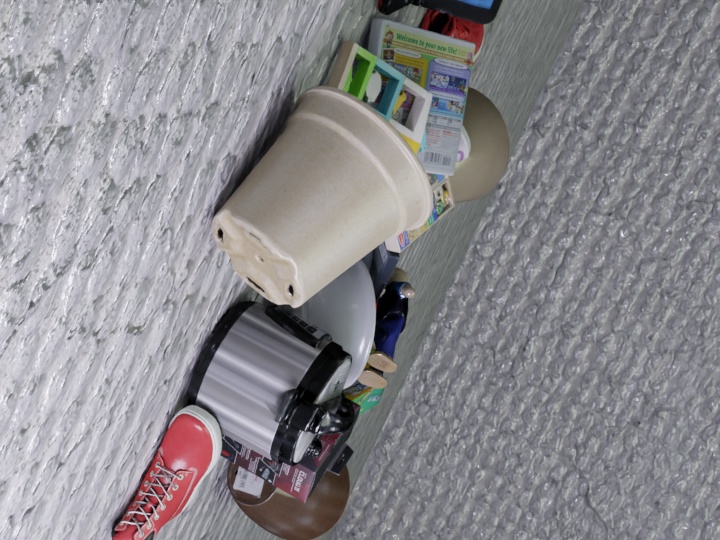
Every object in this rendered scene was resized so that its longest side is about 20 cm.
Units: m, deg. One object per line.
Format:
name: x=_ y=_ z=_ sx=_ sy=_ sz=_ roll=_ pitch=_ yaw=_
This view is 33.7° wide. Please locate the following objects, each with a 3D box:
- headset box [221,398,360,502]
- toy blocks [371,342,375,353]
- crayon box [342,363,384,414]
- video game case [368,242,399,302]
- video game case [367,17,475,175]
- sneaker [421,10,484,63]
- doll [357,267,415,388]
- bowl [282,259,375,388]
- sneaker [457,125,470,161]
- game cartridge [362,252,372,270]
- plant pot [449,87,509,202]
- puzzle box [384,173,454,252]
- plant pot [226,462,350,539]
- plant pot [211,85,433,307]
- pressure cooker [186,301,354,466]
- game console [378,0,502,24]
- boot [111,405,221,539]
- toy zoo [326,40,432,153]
headset box: x=-0.105 y=0.221 z=1.677 sx=0.149 sy=0.200 sz=0.075 roll=-53 pitch=166 yaw=-46
toy blocks: x=-0.002 y=0.044 z=1.934 sx=0.200 sy=0.100 sz=0.137 roll=-100 pitch=-162 yaw=-52
crayon box: x=-0.072 y=0.190 z=1.826 sx=0.200 sy=0.119 sz=0.058 roll=-27 pitch=148 yaw=-38
video game case: x=0.000 y=0.000 z=1.771 sx=0.143 sy=0.019 sz=0.200 roll=-106 pitch=-149 yaw=-42
video game case: x=0.071 y=-0.222 z=1.553 sx=0.200 sy=0.022 sz=0.182 roll=1 pitch=100 yaw=-49
sneaker: x=0.142 y=-0.357 z=1.784 sx=0.200 sy=0.078 sz=0.116 roll=-57 pitch=169 yaw=-37
doll: x=0.043 y=0.070 z=1.715 sx=0.200 sy=0.048 sz=0.137 roll=-77 pitch=-168 yaw=-46
bowl: x=-0.064 y=0.067 z=1.686 sx=0.201 sy=0.090 sz=0.202 roll=-17 pitch=-110 yaw=59
sneaker: x=0.104 y=-0.240 z=1.676 sx=0.200 sy=0.075 sz=0.100 roll=52 pitch=46 yaw=-33
game cartridge: x=-0.036 y=0.034 z=1.781 sx=0.133 sy=0.041 sz=0.200 roll=42 pitch=-58 yaw=58
plant pot: x=0.099 y=-0.178 z=1.809 sx=0.200 sy=0.187 sz=0.188 roll=-23 pitch=141 yaw=-53
puzzle box: x=0.063 y=-0.142 z=1.604 sx=0.133 sy=0.025 sz=0.200 roll=-40 pitch=129 yaw=-35
plant pot: x=-0.139 y=0.353 z=1.982 sx=0.187 sy=0.187 sz=0.200 roll=-62 pitch=155 yaw=-3
plant pot: x=-0.054 y=-0.065 z=1.300 sx=0.184 sy=0.200 sz=0.201 roll=-46 pitch=164 yaw=-24
pressure cooker: x=-0.100 y=0.153 z=1.528 sx=0.176 sy=0.200 sz=0.179 roll=-52 pitch=165 yaw=-42
game console: x=0.127 y=-0.402 z=1.476 sx=0.172 sy=0.119 sz=0.200 roll=-45 pitch=159 yaw=-60
boot: x=-0.246 y=0.270 z=1.476 sx=0.144 sy=0.072 sz=0.200 roll=-47 pitch=165 yaw=-52
toy zoo: x=0.024 y=-0.184 z=1.474 sx=0.200 sy=0.020 sz=0.131 roll=24 pitch=85 yaw=-50
